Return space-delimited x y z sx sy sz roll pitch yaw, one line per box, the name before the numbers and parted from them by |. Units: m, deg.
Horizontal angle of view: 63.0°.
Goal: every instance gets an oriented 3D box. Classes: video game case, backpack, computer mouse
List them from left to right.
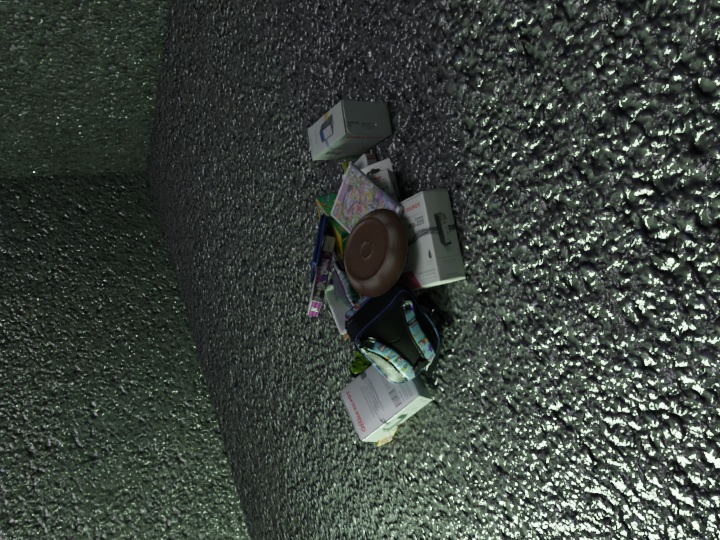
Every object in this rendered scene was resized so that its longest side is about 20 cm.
video game case | -0.111 0.021 1.653 0.200 0.035 0.188 118 163 -72
video game case | 0.011 -0.142 1.417 0.200 0.018 0.146 45 124 33
backpack | 0.080 0.148 1.363 0.201 0.182 0.134 49 175 -28
computer mouse | 0.148 0.158 1.441 0.141 0.045 0.205 50 137 39

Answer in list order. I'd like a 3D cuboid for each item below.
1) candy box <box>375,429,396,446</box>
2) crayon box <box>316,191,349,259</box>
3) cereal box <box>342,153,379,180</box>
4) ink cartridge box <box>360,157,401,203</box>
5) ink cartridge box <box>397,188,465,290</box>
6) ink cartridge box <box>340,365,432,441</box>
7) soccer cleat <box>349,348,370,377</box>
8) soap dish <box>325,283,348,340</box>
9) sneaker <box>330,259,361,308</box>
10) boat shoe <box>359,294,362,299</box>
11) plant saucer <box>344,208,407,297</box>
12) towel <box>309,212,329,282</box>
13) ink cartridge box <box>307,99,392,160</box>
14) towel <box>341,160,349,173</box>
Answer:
candy box | 0.064 0.373 1.624 0.116 0.054 0.204 52 138 36
crayon box | -0.062 -0.115 1.657 0.202 0.057 0.121 -122 20 -45
cereal box | 0.016 -0.189 1.576 0.143 0.038 0.207 -32 71 58
ink cartridge box | 0.041 -0.174 1.467 0.114 0.067 0.207 -17 82 21
ink cartridge box | 0.150 -0.068 1.346 0.144 0.082 0.208 -19 79 58
ink cartridge box | 0.062 0.317 1.497 0.199 0.083 0.148 -40 58 16
soccer cleat | 0.009 0.271 1.622 0.200 0.065 0.084 -62 -41 -82
soap dish | 0.001 0.068 1.588 0.199 0.080 0.161 -40 64 36
sneaker | -0.025 0.066 1.512 0.089 0.072 0.203 -65 35 34
boat shoe | 0.000 0.002 1.468 0.204 0.061 0.074 65 146 34
plant saucer | 0.023 -0.044 1.343 0.197 0.036 0.208 -13 72 44
towel | -0.117 -0.059 1.644 0.200 0.023 0.150 114 166 -73
ink cartridge box | -0.029 -0.356 1.510 0.198 0.141 0.091 -15 84 59
towel | -0.016 -0.178 1.537 0.086 0.017 0.207 36 -138 -82
